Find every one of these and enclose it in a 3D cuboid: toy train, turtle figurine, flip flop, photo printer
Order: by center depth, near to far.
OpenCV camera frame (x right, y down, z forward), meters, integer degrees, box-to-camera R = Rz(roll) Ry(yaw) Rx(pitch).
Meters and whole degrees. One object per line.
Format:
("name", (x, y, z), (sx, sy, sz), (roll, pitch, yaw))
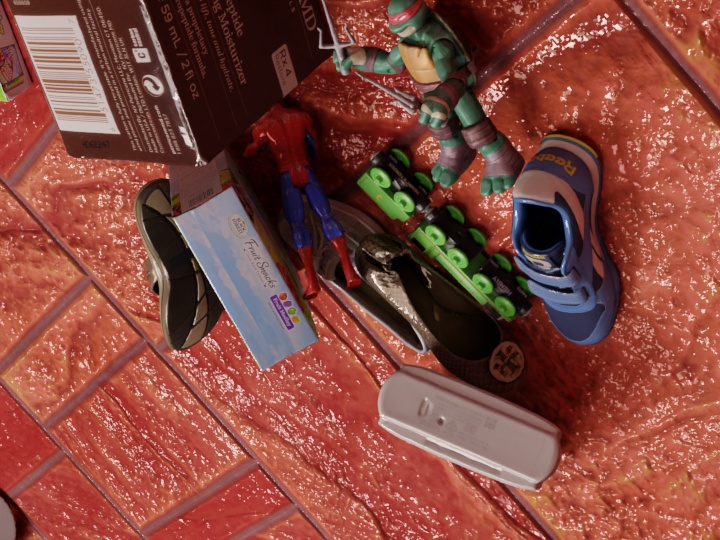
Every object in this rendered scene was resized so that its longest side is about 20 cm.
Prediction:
("turtle figurine", (0.054, -0.153, 1.240), (0.200, 0.101, 0.150), (54, 176, -31))
("toy train", (0.076, -0.028, 1.380), (0.200, 0.042, 0.056), (46, 151, -2))
("photo printer", (0.106, 0.146, 1.409), (0.166, 0.070, 0.200), (22, 176, 11))
("flip flop", (-0.198, -0.008, 1.607), (0.057, 0.081, 0.201), (24, 138, 48))

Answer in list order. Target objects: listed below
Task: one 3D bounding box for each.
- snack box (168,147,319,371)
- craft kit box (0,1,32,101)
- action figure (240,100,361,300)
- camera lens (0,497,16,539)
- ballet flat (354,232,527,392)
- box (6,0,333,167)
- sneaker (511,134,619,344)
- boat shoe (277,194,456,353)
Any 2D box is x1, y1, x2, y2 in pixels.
("snack box", (-0.113, -0.022, 1.435), (0.169, 0.067, 0.200), (62, 180, -21))
("craft kit box", (-0.459, -0.279, 1.616), (0.199, 0.049, 0.198), (10, 127, 35))
("action figure", (-0.059, -0.069, 1.419), (0.099, 0.065, 0.201), (126, 129, -74))
("camera lens", (-0.598, 0.411, 2.234), (0.160, 0.160, 0.200), (43, 140, 1))
("ballet flat", (0.077, 0.037, 1.392), (0.200, 0.067, 0.046), (43, 156, -6))
("box", (-0.159, -0.210, 1.296), (0.164, 0.200, 0.167), (6, 128, 36))
("sneaker", (0.165, -0.012, 1.283), (0.074, 0.082, 0.201), (7, 129, 33))
("boat shoe", (0.000, 0.001, 1.447), (0.202, 0.065, 0.075), (37, 140, 8))
